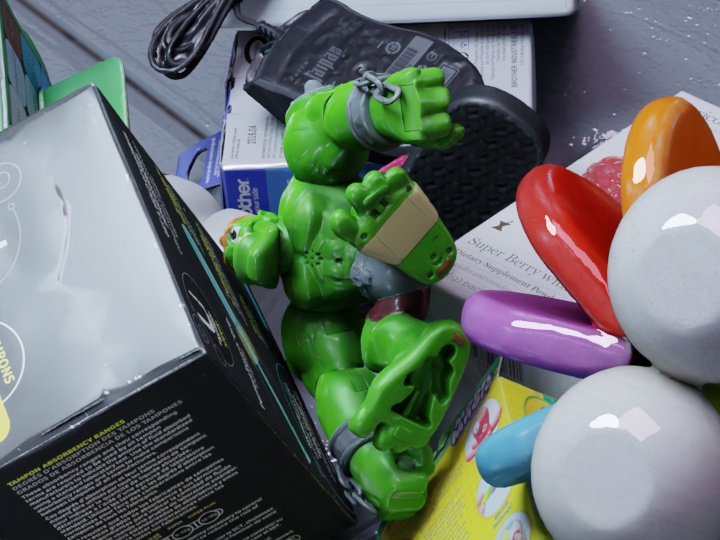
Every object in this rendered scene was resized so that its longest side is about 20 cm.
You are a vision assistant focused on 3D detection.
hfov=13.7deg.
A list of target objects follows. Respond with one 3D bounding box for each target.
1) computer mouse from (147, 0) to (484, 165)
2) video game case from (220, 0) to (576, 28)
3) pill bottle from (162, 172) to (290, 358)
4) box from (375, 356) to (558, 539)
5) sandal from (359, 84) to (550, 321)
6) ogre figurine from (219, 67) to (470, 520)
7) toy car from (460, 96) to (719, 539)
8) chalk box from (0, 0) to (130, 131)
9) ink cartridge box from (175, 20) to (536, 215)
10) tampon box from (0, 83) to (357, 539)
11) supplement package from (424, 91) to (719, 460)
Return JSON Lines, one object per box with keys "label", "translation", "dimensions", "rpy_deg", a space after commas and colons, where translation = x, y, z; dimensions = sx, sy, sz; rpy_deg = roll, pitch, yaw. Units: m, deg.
{"label": "computer mouse", "translation": [-0.001, -0.122, 1.566], "dimensions": [0.199, 0.046, 0.141], "rpy_deg": [21, 64, 31]}
{"label": "video game case", "translation": [0.025, -0.153, 1.698], "dimensions": [0.199, 0.024, 0.182], "rpy_deg": [-1, 5, 5]}
{"label": "pill bottle", "translation": [-0.134, -0.002, 1.513], "dimensions": [0.199, 0.110, 0.110], "rpy_deg": [15, 41, 25]}
{"label": "box", "translation": [0.059, 0.137, 1.296], "dimensions": [0.048, 0.118, 0.200], "rpy_deg": [21, 30, -24]}
{"label": "sandal", "translation": [0.034, -0.029, 1.482], "dimensions": [0.075, 0.200, 0.045], "rpy_deg": [34, 44, -9]}
{"label": "ogre figurine", "translation": [0.000, 0.000, 1.338], "dimensions": [0.098, 0.201, 0.120], "rpy_deg": [-26, 27, -17]}
{"label": "toy car", "translation": [0.114, 0.027, 1.215], "dimensions": [0.149, 0.201, 0.175], "rpy_deg": [24, 11, 21]}
{"label": "chalk box", "translation": [-0.201, -0.045, 1.420], "dimensions": [0.199, 0.124, 0.125], "rpy_deg": [-13, 54, 7]}
{"label": "ink cartridge box", "translation": [-0.004, -0.068, 1.614], "dimensions": [0.199, 0.077, 0.137], "rpy_deg": [-1, 37, 3]}
{"label": "tampon box", "translation": [-0.111, 0.047, 1.314], "dimensions": [0.126, 0.200, 0.150], "rpy_deg": [-28, 58, 4]}
{"label": "supplement package", "translation": [0.136, 0.022, 1.437], "dimensions": [0.121, 0.120, 0.200], "rpy_deg": [27, 47, 37]}
